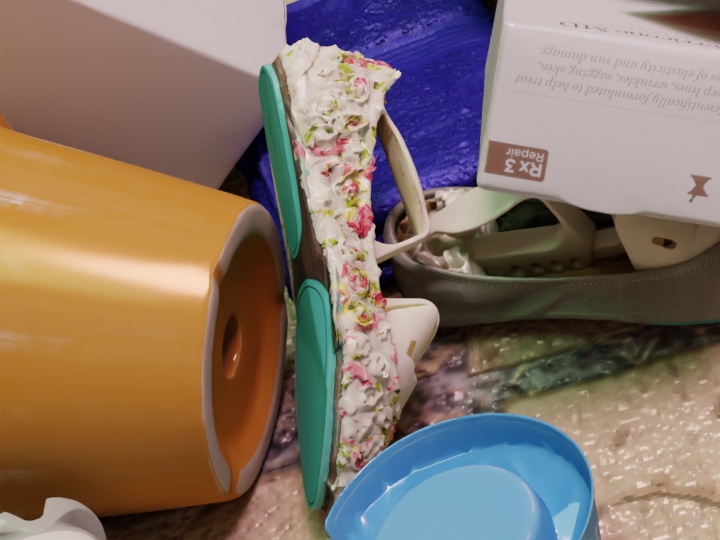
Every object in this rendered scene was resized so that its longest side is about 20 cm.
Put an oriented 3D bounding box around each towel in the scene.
[{"bbox_3d":[0.006,-0.075,1.209,0.147,0.050,0.200,-28,38,2],"label":"towel"}]

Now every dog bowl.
[{"bbox_3d":[0.025,0.144,0.952,0.111,0.050,0.200,3,47,34],"label":"dog bowl"}]

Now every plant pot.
[{"bbox_3d":[-0.134,0.028,1.085,0.182,0.201,0.201,5,47,13],"label":"plant pot"}]

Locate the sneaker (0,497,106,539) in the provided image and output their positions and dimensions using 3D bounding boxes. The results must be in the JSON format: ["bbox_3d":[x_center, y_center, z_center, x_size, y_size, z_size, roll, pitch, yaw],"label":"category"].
[{"bbox_3d":[-0.174,0.167,0.972,0.200,0.074,0.089,-33,36,-6],"label":"sneaker"}]

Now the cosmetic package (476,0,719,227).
[{"bbox_3d":[0.103,-0.085,1.059,0.101,0.074,0.200,8,17,0],"label":"cosmetic package"}]

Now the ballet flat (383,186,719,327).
[{"bbox_3d":[0.100,-0.013,1.070,0.199,0.064,0.068,-5,44,27],"label":"ballet flat"}]

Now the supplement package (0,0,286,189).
[{"bbox_3d":[-0.148,-0.118,1.194,0.120,0.199,0.122,-51,29,35],"label":"supplement package"}]

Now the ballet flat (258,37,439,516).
[{"bbox_3d":[0.000,0.000,1.061,0.064,0.201,0.076,-5,-7,-13],"label":"ballet flat"}]
